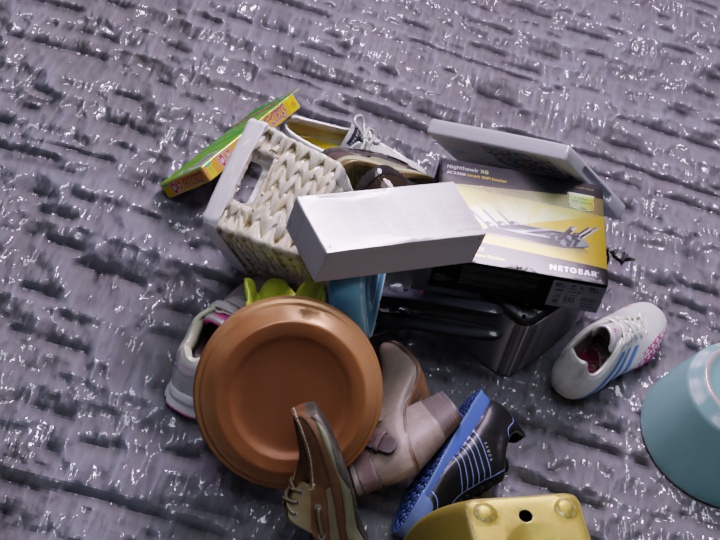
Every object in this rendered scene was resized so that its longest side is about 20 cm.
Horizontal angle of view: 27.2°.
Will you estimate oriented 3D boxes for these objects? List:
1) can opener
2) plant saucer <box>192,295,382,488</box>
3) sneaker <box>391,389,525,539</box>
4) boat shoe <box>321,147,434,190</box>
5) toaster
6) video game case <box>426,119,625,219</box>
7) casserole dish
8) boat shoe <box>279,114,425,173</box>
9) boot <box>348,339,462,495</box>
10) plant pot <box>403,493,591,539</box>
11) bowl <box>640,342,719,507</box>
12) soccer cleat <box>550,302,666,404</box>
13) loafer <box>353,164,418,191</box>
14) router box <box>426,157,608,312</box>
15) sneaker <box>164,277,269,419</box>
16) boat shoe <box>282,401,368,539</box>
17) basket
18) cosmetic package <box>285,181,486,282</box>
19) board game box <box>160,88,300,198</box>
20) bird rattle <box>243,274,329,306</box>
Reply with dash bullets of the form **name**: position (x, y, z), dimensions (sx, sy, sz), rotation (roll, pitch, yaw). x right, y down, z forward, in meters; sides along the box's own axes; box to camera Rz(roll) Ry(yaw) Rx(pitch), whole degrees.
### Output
- **can opener**: position (0.069, 0.046, 1.701), dimensions (0.198, 0.064, 0.079), rotation (3, 25, 25)
- **plant saucer**: position (-0.073, 0.128, 1.530), dimensions (0.198, 0.202, 0.037), rotation (5, 5, -8)
- **sneaker**: position (0.110, 0.222, 1.601), dimensions (0.078, 0.070, 0.201), rotation (39, 59, -4)
- **boat shoe**: position (0.033, -0.111, 1.832), dimensions (0.200, 0.072, 0.066), rotation (15, 31, -42)
- **toaster**: position (0.184, 0.005, 1.771), dimensions (0.200, 0.119, 0.180), rotation (39, 53, 21)
- **video game case**: position (0.203, -0.123, 1.817), dimensions (0.199, 0.182, 0.024), rotation (16, 79, 36)
- **casserole dish**: position (0.000, 0.000, 1.638), dimensions (0.038, 0.122, 0.201), rotation (1, 40, 9)
- **boat shoe**: position (-0.008, -0.156, 1.890), dimensions (0.200, 0.086, 0.075), rotation (18, 48, 4)
- **boot**: position (0.016, 0.161, 1.632), dimensions (0.145, 0.071, 0.200), rotation (-31, 30, -10)
- **plant pot**: position (0.145, 0.317, 1.438), dimensions (0.192, 0.201, 0.197), rotation (-1, 49, -14)
- **bowl**: position (0.431, 0.160, 1.703), dimensions (0.199, 0.106, 0.202), rotation (6, 48, -7)
- **soccer cleat**: position (0.303, 0.083, 1.752), dimensions (0.070, 0.087, 0.199), rotation (41, 53, 22)
- **loafer**: position (0.065, -0.062, 1.786), dimensions (0.199, 0.073, 0.072), rotation (19, 32, -52)
- **router box**: position (0.178, -0.041, 1.695), dimensions (0.198, 0.052, 0.158), rotation (9, 48, -5)
- **sneaker**: position (-0.143, 0.071, 1.661), dimensions (0.081, 0.089, 0.201), rotation (25, 49, 9)
- **boat shoe**: position (-0.041, 0.234, 1.492), dimensions (0.073, 0.202, 0.076), rotation (-17, 13, -4)
- **basket**: position (-0.082, -0.063, 1.692), dimensions (0.122, 0.200, 0.137), rotation (22, 78, 12)
- **cosmetic package**: position (0.027, -0.041, 1.575), dimensions (0.198, 0.051, 0.083), rotation (-7, 49, -30)
- **board game box**: position (-0.157, -0.161, 1.860), dimensions (0.030, 0.095, 0.200), rotation (55, 52, -16)
- **bird rattle**: position (-0.057, 0.100, 1.622), dimensions (0.112, 0.202, 0.163), rotation (-2, 3, 32)
